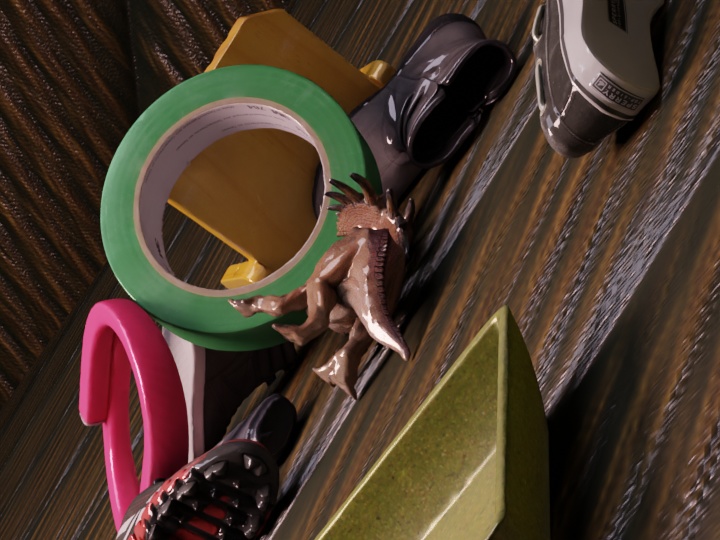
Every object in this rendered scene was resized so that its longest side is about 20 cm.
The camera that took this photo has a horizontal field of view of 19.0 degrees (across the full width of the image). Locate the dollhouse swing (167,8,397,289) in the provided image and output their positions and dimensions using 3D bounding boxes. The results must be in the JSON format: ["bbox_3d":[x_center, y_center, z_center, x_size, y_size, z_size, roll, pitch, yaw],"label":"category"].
[{"bbox_3d":[-0.069,-0.088,1.696,0.201,0.175,0.182,-59,10,-8],"label":"dollhouse swing"}]

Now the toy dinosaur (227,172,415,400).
[{"bbox_3d":[0.000,0.000,1.376,0.136,0.086,0.200,-51,15,-6],"label":"toy dinosaur"}]

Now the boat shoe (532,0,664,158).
[{"bbox_3d":[0.124,-0.132,1.204,0.064,0.070,0.200,-50,14,29],"label":"boat shoe"}]

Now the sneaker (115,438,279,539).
[{"bbox_3d":[-0.113,0.164,1.422,0.201,0.071,0.098,-51,13,36],"label":"sneaker"}]

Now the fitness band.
[{"bbox_3d":[-0.162,0.110,1.526,0.201,0.037,0.144,100,152,-42],"label":"fitness band"}]

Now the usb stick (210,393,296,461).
[{"bbox_3d":[-0.099,0.143,1.528,0.200,0.032,0.056,-44,19,54],"label":"usb stick"}]

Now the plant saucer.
[{"bbox_3d":[0.022,0.139,0.922,0.200,0.048,0.200,-53,11,22],"label":"plant saucer"}]

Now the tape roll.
[{"bbox_3d":[-0.084,-0.045,1.523,0.201,0.200,0.048,-58,-24,-8],"label":"tape roll"}]

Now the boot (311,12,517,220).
[{"bbox_3d":[0.032,-0.095,1.555,0.201,0.069,0.132,-59,14,12],"label":"boot"}]

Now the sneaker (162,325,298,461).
[{"bbox_3d":[-0.097,0.091,1.625,0.099,0.071,0.201,-18,-39,-24],"label":"sneaker"}]
